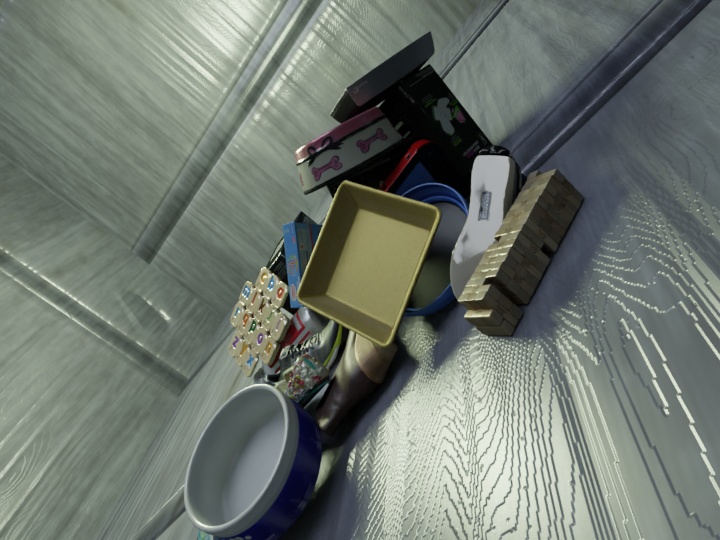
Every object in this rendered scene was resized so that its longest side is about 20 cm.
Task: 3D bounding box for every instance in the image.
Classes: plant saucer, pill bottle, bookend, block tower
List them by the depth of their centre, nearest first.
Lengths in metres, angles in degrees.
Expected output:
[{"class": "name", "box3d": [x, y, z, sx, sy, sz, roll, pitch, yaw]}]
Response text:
[{"class": "block tower", "box3d": [0.186, -0.025, 0.615, 0.202, 0.054, 0.058, -58, 15, -16]}, {"class": "plant saucer", "box3d": [0.016, -0.013, 0.788, 0.197, 0.048, 0.204, 22, 90, 39]}, {"class": "bookend", "box3d": [0.059, -0.117, 1.004, 0.092, 0.203, 0.197, -36, 15, -35]}, {"class": "pill bottle", "box3d": [-0.124, 0.167, 1.061, 0.201, 0.112, 0.113, -49, 14, 13]}]

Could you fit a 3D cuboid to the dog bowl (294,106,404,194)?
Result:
[{"class": "dog bowl", "box3d": [-0.027, -0.209, 0.918, 0.197, 0.075, 0.200, -28, 12, 6]}]

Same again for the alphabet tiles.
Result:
[{"class": "alphabet tiles", "box3d": [-0.206, 0.102, 1.078, 0.199, 0.014, 0.199, 32, 100, 50]}]

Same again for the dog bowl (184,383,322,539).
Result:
[{"class": "dog bowl", "box3d": [-0.150, 0.269, 0.748, 0.197, 0.079, 0.203, -27, 40, 25]}]

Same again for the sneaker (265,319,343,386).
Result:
[{"class": "sneaker", "box3d": [-0.096, 0.153, 0.934, 0.202, 0.080, 0.074, -55, 11, 13]}]

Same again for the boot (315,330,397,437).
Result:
[{"class": "boot", "box3d": [-0.022, 0.149, 0.842, 0.167, 0.072, 0.200, -52, 15, 3]}]

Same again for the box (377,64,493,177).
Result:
[{"class": "box", "box3d": [0.125, -0.251, 1.021, 0.124, 0.201, 0.148, -42, 3, -42]}]

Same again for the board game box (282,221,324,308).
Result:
[{"class": "board game box", "box3d": [-0.068, -0.011, 1.047, 0.036, 0.156, 0.198, -9, -5, 35]}]

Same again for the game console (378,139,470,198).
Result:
[{"class": "game console", "box3d": [0.092, -0.102, 0.912, 0.201, 0.176, 0.031, -51, 44, 3]}]

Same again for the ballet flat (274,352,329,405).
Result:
[{"class": "ballet flat", "box3d": [-0.107, 0.195, 0.866, 0.075, 0.064, 0.201, -29, -18, -46]}]

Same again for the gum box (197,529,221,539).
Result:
[{"class": "gum box", "box3d": [-0.191, 0.368, 0.842, 0.200, 0.044, 0.172, -47, 32, 25]}]

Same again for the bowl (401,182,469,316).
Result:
[{"class": "bowl", "box3d": [0.092, -0.029, 0.799, 0.198, 0.039, 0.205, -25, 55, 40]}]

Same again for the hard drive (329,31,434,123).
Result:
[{"class": "hard drive", "box3d": [0.042, -0.341, 0.966, 0.199, 0.043, 0.135, -39, 7, -17]}]

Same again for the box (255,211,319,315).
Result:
[{"class": "box", "box3d": [-0.108, 0.008, 1.212, 0.124, 0.197, 0.202, -48, 14, 30]}]

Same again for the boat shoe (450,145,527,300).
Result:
[{"class": "boat shoe", "box3d": [0.177, -0.050, 0.699, 0.073, 0.092, 0.205, 12, 87, 38]}]

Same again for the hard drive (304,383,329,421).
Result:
[{"class": "hard drive", "box3d": [-0.115, 0.283, 0.928, 0.202, 0.026, 0.131, -56, 14, -13]}]
